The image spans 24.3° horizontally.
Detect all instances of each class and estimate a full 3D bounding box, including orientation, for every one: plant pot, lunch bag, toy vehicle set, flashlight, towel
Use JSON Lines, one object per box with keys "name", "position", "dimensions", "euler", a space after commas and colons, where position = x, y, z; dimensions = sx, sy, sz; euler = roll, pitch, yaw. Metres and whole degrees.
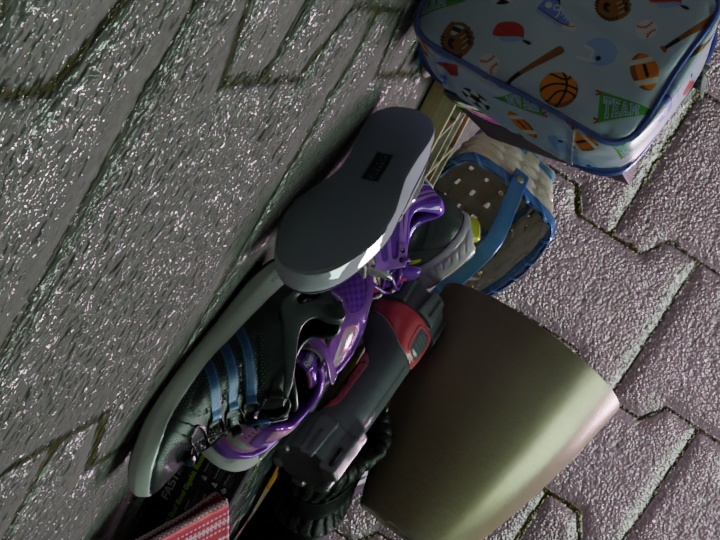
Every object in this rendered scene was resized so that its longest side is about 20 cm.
{"name": "plant pot", "position": [0.094, 0.147, 1.455], "dimensions": [0.201, 0.187, 0.187], "euler": [-55, 173, -11]}
{"name": "lunch bag", "position": [0.147, -0.168, 1.157], "dimensions": [0.161, 0.199, 0.076], "euler": [-55, 164, -12]}
{"name": "toy vehicle set", "position": [0.066, -0.121, 1.513], "dimensions": [0.124, 0.026, 0.201], "euler": [-47, 168, -54]}
{"name": "flashlight", "position": [-0.002, 0.090, 1.360], "dimensions": [0.200, 0.068, 0.068], "euler": [-51, 178, -36]}
{"name": "towel", "position": [-0.164, 0.260, 1.294], "dimensions": [0.144, 0.022, 0.201], "euler": [-27, 146, -26]}

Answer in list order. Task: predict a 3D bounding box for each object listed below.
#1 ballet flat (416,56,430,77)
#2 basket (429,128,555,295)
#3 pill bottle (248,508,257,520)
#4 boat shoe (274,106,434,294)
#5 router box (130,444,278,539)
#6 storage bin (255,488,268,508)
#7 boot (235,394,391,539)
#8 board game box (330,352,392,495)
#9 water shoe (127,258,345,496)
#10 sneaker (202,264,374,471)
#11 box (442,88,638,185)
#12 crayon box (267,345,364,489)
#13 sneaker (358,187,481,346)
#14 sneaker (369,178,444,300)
{"name": "ballet flat", "position": [0.117, -0.220, 1.260], "dimensions": [0.201, 0.067, 0.068], "euler": [-59, 172, 12]}
{"name": "basket", "position": [0.109, -0.038, 1.648], "dimensions": [0.176, 0.139, 0.200], "euler": [-43, -171, 43]}
{"name": "pill bottle", "position": [-0.154, 0.318, 1.570], "dimensions": [0.201, 0.114, 0.114], "euler": [-55, 173, -21]}
{"name": "boat shoe", "position": [-0.004, -0.031, 1.208], "dimensions": [0.203, 0.074, 0.087], "euler": [-59, 160, -46]}
{"name": "router box", "position": [-0.116, 0.169, 1.381], "dimensions": [0.201, 0.062, 0.150], "euler": [-61, 172, 26]}
{"name": "storage bin", "position": [-0.094, 0.267, 1.845], "dimensions": [0.200, 0.093, 0.199], "euler": [-52, 171, -40]}
{"name": "boot", "position": [-0.052, 0.211, 1.405], "dimensions": [0.212, 0.079, 0.158], "euler": [-67, -174, -28]}
{"name": "board game box", "position": [0.031, 0.132, 1.631], "dimensions": [0.165, 0.057, 0.201], "euler": [-10, 141, -57]}
{"name": "water shoe", "position": [-0.083, 0.082, 1.156], "dimensions": [0.201, 0.079, 0.072], "euler": [-55, 172, -20]}
{"name": "sneaker", "position": [-0.044, 0.061, 1.254], "dimensions": [0.201, 0.080, 0.088], "euler": [-54, -170, -27]}
{"name": "box", "position": [0.172, -0.162, 1.398], "dimensions": [0.200, 0.147, 0.125], "euler": [17, 94, -75]}
{"name": "crayon box", "position": [-0.058, 0.128, 1.653], "dimensions": [0.127, 0.051, 0.201], "euler": [-49, 169, -49]}
{"name": "sneaker", "position": [0.009, -0.005, 1.486], "dimensions": [0.199, 0.085, 0.075], "euler": [-38, -158, 11]}
{"name": "sneaker", "position": [0.000, 0.000, 1.359], "dimensions": [0.201, 0.083, 0.081], "euler": [-54, 172, -16]}
